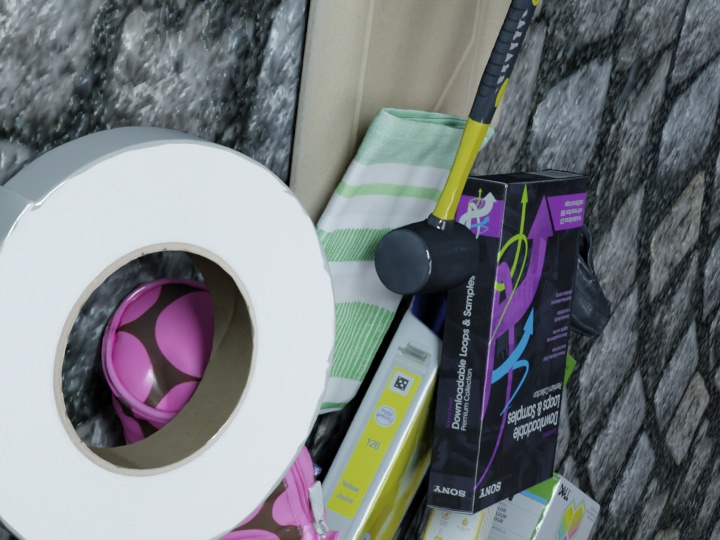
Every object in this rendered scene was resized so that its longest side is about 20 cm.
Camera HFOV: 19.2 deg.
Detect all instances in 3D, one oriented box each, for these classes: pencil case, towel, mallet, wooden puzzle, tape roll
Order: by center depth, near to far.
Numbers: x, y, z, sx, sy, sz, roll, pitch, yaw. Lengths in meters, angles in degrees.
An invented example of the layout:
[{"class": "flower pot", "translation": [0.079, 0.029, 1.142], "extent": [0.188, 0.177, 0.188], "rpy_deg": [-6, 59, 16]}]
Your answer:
[{"class": "tape roll", "translation": [-0.100, 0.035, 0.959], "extent": [0.202, 0.037, 0.205], "rpy_deg": [-13, 111, -35]}, {"class": "pencil case", "translation": [-0.070, 0.089, 1.109], "extent": [0.091, 0.093, 0.200], "rpy_deg": [-59, 155, -25]}, {"class": "mallet", "translation": [0.059, -0.076, 1.178], "extent": [0.066, 0.041, 0.201], "rpy_deg": [-21, 134, -53]}, {"class": "wooden puzzle", "translation": [0.026, -0.129, 1.215], "extent": [0.200, 0.037, 0.186], "rpy_deg": [-32, 139, -47]}, {"class": "towel", "translation": [0.000, 0.000, 1.224], "extent": [0.201, 0.023, 0.152], "rpy_deg": [-61, 160, 14]}]

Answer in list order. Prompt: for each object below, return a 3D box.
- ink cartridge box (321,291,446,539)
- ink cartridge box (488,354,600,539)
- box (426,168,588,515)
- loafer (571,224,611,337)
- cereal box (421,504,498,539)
[{"class": "ink cartridge box", "translation": [0.026, 0.108, 1.359], "extent": [0.201, 0.047, 0.198], "rpy_deg": [-61, 167, -14]}, {"class": "ink cartridge box", "translation": [0.141, 0.159, 1.655], "extent": [0.201, 0.075, 0.148], "rpy_deg": [-65, 157, -6]}, {"class": "box", "translation": [0.093, 0.041, 1.315], "extent": [0.143, 0.036, 0.202], "rpy_deg": [-11, 109, -64]}, {"class": "loafer", "translation": [0.145, -0.002, 1.535], "extent": [0.071, 0.068, 0.200], "rpy_deg": [-59, 153, 0]}, {"class": "cereal box", "translation": [0.085, 0.121, 1.456], "extent": [0.144, 0.039, 0.201], "rpy_deg": [84, 24, -69]}]
